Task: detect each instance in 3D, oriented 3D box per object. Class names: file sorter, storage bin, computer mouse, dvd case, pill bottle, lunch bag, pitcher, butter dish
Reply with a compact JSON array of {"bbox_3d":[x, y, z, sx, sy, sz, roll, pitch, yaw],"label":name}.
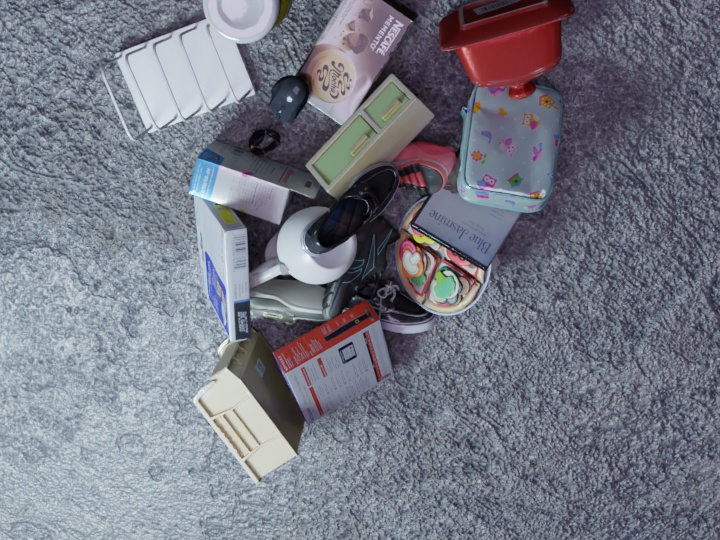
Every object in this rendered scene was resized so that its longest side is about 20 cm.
[{"bbox_3d":[-0.292,-0.305,1.668,0.198,0.125,0.140,-17,107,12],"label":"file sorter"},{"bbox_3d":[-0.185,0.223,1.811,0.093,0.200,0.199,-31,104,15],"label":"storage bin"},{"bbox_3d":[-0.137,-0.241,1.675,0.058,0.034,0.200,34,141,-5],"label":"computer mouse"},{"bbox_3d":[0.189,-0.117,1.664,0.142,0.018,0.201,31,77,10],"label":"dvd case"},{"bbox_3d":[-0.162,-0.412,1.573,0.111,0.200,0.113,2,111,5],"label":"pill bottle"},{"bbox_3d":[0.230,-0.198,1.637,0.159,0.077,0.202,8,74,6],"label":"lunch bag"},{"bbox_3d":[-0.101,-0.024,1.681,0.171,0.200,0.122,-40,103,-18],"label":"pitcher"},{"bbox_3d":[0.227,-0.329,1.569,0.198,0.200,0.149,-14,115,11],"label":"butter dish"}]

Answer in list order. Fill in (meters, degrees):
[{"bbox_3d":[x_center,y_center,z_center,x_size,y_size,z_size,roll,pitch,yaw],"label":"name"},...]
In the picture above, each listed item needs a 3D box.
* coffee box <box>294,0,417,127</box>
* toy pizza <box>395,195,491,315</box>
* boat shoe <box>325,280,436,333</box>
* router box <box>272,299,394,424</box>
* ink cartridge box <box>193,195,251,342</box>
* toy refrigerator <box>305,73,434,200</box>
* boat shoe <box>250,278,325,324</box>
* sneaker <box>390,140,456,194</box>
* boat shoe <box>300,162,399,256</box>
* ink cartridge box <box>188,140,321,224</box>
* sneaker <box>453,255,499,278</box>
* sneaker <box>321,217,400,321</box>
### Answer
[{"bbox_3d":[-0.011,-0.345,1.646,0.113,0.080,0.201,34,111,-5],"label":"coffee box"},{"bbox_3d":[0.129,-0.025,1.718,0.199,0.032,0.202,7,100,41],"label":"toy pizza"},{"bbox_3d":[0.035,0.049,1.792,0.198,0.074,0.068,16,126,10],"label":"boat shoe"},{"bbox_3d":[-0.040,0.157,1.760,0.179,0.049,0.201,-29,148,-9],"label":"router box"},{"bbox_3d":[-0.228,-0.015,1.734,0.047,0.200,0.199,-10,118,-17],"label":"ink cartridge box"},{"bbox_3d":[0.013,-0.205,1.639,0.200,0.076,0.070,-45,143,9],"label":"toy refrigerator"},{"bbox_3d":[-0.130,0.056,1.800,0.200,0.072,0.061,12,126,21],"label":"boat shoe"},{"bbox_3d":[0.070,-0.172,1.698,0.199,0.087,0.074,10,136,36],"label":"sneaker"},{"bbox_3d":[-0.007,-0.095,1.578,0.200,0.066,0.070,-38,103,-21],"label":"boat shoe"},{"bbox_3d":[-0.169,-0.139,1.720,0.198,0.115,0.068,19,112,-1],"label":"ink cartridge box"},{"bbox_3d":[0.187,-0.086,1.731,0.075,0.081,0.202,-4,95,44],"label":"sneaker"},{"bbox_3d":[0.000,0.000,1.736,0.079,0.075,0.201,27,76,-10],"label":"sneaker"}]
